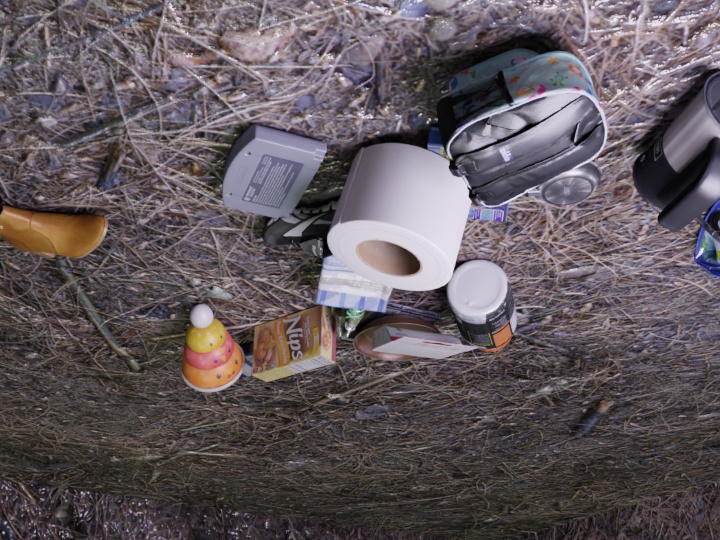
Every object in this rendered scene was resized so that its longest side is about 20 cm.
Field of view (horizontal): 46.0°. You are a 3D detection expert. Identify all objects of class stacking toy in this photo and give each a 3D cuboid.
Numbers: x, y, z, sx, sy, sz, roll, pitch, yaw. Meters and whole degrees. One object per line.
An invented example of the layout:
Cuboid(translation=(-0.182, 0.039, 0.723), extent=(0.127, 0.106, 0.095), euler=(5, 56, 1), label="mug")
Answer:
Cuboid(translation=(-0.332, 0.150, 1.822), extent=(0.143, 0.148, 0.202), euler=(-1, 136, 4), label="stacking toy")

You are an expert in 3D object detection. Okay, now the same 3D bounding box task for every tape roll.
Cuboid(translation=(0.061, -0.077, 1.297), extent=(0.199, 0.141, 0.203), euler=(15, 155, 7), label="tape roll")

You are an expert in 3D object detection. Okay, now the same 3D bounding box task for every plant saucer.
Cuboid(translation=(0.081, 0.141, 1.830), extent=(0.196, 0.037, 0.201), euler=(-1, 151, 0), label="plant saucer")

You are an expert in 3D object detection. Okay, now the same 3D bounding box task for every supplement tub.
Cuboid(translation=(0.240, 0.075, 1.645), extent=(0.120, 0.125, 0.201), euler=(-6, 151, 13), label="supplement tub")

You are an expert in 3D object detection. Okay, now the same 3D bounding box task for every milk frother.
Cuboid(translation=(0.516, -0.137, 1.181), extent=(0.196, 0.183, 0.189), euler=(10, 152, -10), label="milk frother")

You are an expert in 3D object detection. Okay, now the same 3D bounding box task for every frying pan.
Cuboid(translation=(0.293, -0.140, 1.350), extent=(0.186, 0.031, 0.115), euler=(2, 150, -8), label="frying pan")

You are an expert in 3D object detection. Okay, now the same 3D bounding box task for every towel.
Cuboid(translation=(0.000, 0.000, 1.556), extent=(0.144, 0.024, 0.202), euler=(7, 133, -10), label="towel")

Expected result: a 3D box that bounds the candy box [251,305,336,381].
Cuboid(translation=(-0.142, 0.157, 1.811), extent=(0.198, 0.117, 0.055), euler=(-20, 147, 33), label="candy box")

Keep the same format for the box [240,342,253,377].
Cuboid(translation=(-0.306, 0.223, 2.026), extent=(0.197, 0.033, 0.121), euler=(-14, 148, 22), label="box")

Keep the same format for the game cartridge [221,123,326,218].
Cuboid(translation=(-0.145, -0.152, 1.325), extent=(0.131, 0.042, 0.200), euler=(8, 151, -21), label="game cartridge")

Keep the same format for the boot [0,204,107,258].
Cuboid(translation=(-0.540, -0.074, 1.438), extent=(0.199, 0.072, 0.143), euler=(-13, 152, 33), label="boot")

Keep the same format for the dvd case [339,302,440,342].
Cuboid(translation=(0.062, 0.123, 1.851), extent=(0.146, 0.016, 0.200), euler=(13, 149, -24), label="dvd case")

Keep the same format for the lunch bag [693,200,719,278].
Cuboid(translation=(0.666, -0.053, 1.410), extent=(0.167, 0.130, 0.200), euler=(-3, 165, 2), label="lunch bag")

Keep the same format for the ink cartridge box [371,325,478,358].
Cuboid(translation=(0.125, 0.135, 1.684), extent=(0.158, 0.051, 0.200), euler=(8, 164, -15), label="ink cartridge box")

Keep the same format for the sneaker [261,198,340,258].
Cuboid(translation=(-0.084, -0.060, 1.434), extent=(0.197, 0.092, 0.066), euler=(-12, 149, 22), label="sneaker")

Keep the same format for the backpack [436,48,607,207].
Cuboid(translation=(0.215, -0.195, 1.111), extent=(0.197, 0.153, 0.178), euler=(-18, 143, 22), label="backpack")

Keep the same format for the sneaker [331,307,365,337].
Cuboid(translation=(-0.008, 0.074, 1.683), extent=(0.075, 0.090, 0.201), euler=(7, 151, -11), label="sneaker")

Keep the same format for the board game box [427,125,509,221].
Cuboid(translation=(0.170, -0.145, 1.312), extent=(0.133, 0.035, 0.201), euler=(6, 153, 7), label="board game box")
